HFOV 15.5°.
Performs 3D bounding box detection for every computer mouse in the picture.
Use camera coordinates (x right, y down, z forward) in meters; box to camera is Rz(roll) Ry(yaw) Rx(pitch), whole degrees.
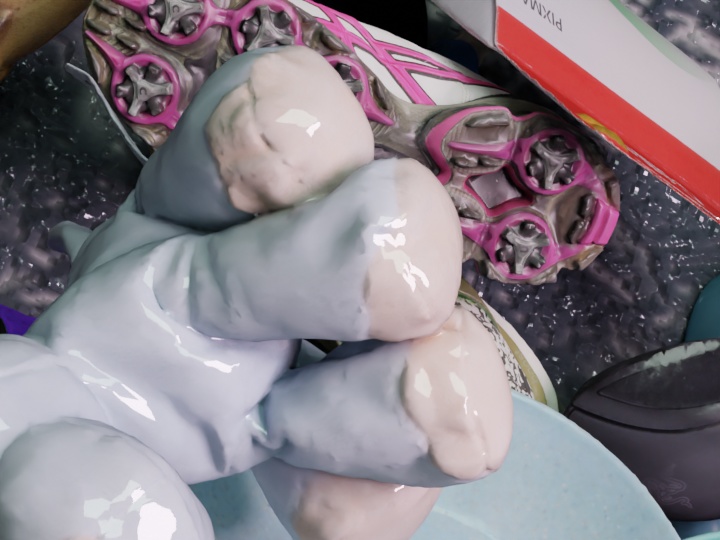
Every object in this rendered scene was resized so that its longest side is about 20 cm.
[{"bbox_3d":[0.170,0.033,0.955,0.199,0.141,0.046,-10,46,-13],"label":"computer mouse"}]

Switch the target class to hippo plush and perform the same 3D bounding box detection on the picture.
[{"bbox_3d":[-0.070,0.027,0.776,0.200,0.160,0.161,38,50,22],"label":"hippo plush"}]

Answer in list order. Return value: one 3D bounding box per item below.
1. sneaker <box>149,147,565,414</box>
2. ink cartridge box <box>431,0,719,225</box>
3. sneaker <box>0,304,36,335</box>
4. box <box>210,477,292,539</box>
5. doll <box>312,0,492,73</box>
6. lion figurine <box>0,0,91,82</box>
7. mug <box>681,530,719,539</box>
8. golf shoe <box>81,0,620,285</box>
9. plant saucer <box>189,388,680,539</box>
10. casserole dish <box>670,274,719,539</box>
[{"bbox_3d":[0.000,0.000,0.965,0.200,0.089,0.077,45,88,5],"label":"sneaker"},{"bbox_3d":[0.092,-0.079,0.998,0.161,0.050,0.200,31,8,-42],"label":"ink cartridge box"},{"bbox_3d":[-0.164,0.024,0.879,0.199,0.100,0.070,12,59,-19],"label":"sneaker"},{"bbox_3d":[-0.062,0.123,0.896,0.199,0.060,0.117,-4,64,-27],"label":"box"},{"bbox_3d":[-0.001,-0.110,1.067,0.136,0.048,0.201,16,56,-37],"label":"doll"},{"bbox_3d":[-0.114,-0.104,0.949,0.072,0.200,0.123,41,19,-23],"label":"lion figurine"},{"bbox_3d":[0.152,0.176,0.908,0.184,0.115,0.152,-22,47,-7],"label":"mug"},{"bbox_3d":[-0.009,-0.053,0.937,0.199,0.073,0.092,23,10,-17],"label":"golf shoe"},{"bbox_3d":[0.015,0.121,0.858,0.200,0.039,0.202,8,51,-11],"label":"plant saucer"},{"bbox_3d":[0.182,0.075,1.055,0.121,0.039,0.201,26,53,-10],"label":"casserole dish"}]
